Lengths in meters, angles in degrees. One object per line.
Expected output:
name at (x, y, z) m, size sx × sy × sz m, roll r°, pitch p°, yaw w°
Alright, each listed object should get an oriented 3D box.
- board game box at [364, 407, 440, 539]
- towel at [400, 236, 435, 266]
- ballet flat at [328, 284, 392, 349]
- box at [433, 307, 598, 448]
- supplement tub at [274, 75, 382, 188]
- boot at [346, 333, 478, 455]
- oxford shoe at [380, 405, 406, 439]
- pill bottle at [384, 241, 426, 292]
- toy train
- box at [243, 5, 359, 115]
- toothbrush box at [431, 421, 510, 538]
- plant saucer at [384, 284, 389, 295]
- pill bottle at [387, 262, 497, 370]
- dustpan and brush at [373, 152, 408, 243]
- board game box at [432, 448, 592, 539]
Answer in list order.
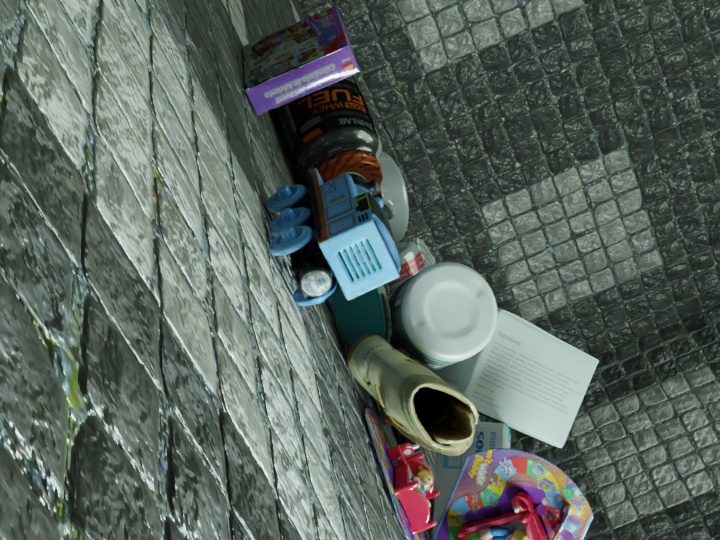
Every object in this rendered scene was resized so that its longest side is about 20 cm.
board game box at (0.060, 0.235, 1.390) m, size 0.158 × 0.039 × 0.200 m, roll 61°, pitch 7°, yaw -53°
towel at (0.075, 0.039, 1.999) m, size 0.200 × 0.085 × 0.166 m, roll 37°, pitch 47°, yaw -78°
ballet flat at (-0.008, 0.006, 1.478) m, size 0.072 × 0.072 × 0.200 m, roll 33°, pitch 36°, yaw -81°
box at (0.167, 0.123, 1.687) m, size 0.200 × 0.131 × 0.199 m, roll 27°, pitch -5°, yaw -33°
supplement tub at (-0.044, -0.191, 1.716) m, size 0.123 × 0.122 × 0.200 m, roll 59°, pitch 9°, yaw -59°
boot at (0.085, 0.160, 1.394) m, size 0.200 × 0.073 × 0.155 m, roll 48°, pitch -9°, yaw -30°
oxford shoe at (0.061, 0.160, 1.597) m, size 0.074 × 0.071 × 0.200 m, roll 64°, pitch 2°, yaw 23°
pill bottle at (0.067, 0.067, 1.829) m, size 0.109 × 0.109 × 0.200 m, roll -91°, pitch 157°, yaw -77°
toy train at (-0.027, -0.039, 1.254) m, size 0.200 × 0.114 × 0.087 m, roll -102°, pitch 168°, yaw -64°
box at (-0.079, -0.268, 1.608) m, size 0.200 × 0.137 × 0.039 m, roll -102°, pitch 168°, yaw -64°
toothbrush box at (0.145, 0.268, 1.625) m, size 0.200 × 0.085 × 0.147 m, roll 44°, pitch 49°, yaw -79°
plant saucer at (0.000, 0.000, 1.662) m, size 0.200 × 0.037 × 0.201 m, roll -10°, pitch 90°, yaw -80°
pill bottle at (0.083, 0.061, 1.506) m, size 0.200 × 0.113 × 0.113 m, roll 138°, pitch -70°, yaw -76°
dustpan and brush at (0.035, -0.089, 1.732) m, size 0.200 × 0.057 × 0.140 m, roll -153°, pitch -122°, yaw -72°
board game box at (0.166, 0.305, 1.459) m, size 0.158 × 0.200 × 0.039 m, roll 26°, pitch 20°, yaw 16°
